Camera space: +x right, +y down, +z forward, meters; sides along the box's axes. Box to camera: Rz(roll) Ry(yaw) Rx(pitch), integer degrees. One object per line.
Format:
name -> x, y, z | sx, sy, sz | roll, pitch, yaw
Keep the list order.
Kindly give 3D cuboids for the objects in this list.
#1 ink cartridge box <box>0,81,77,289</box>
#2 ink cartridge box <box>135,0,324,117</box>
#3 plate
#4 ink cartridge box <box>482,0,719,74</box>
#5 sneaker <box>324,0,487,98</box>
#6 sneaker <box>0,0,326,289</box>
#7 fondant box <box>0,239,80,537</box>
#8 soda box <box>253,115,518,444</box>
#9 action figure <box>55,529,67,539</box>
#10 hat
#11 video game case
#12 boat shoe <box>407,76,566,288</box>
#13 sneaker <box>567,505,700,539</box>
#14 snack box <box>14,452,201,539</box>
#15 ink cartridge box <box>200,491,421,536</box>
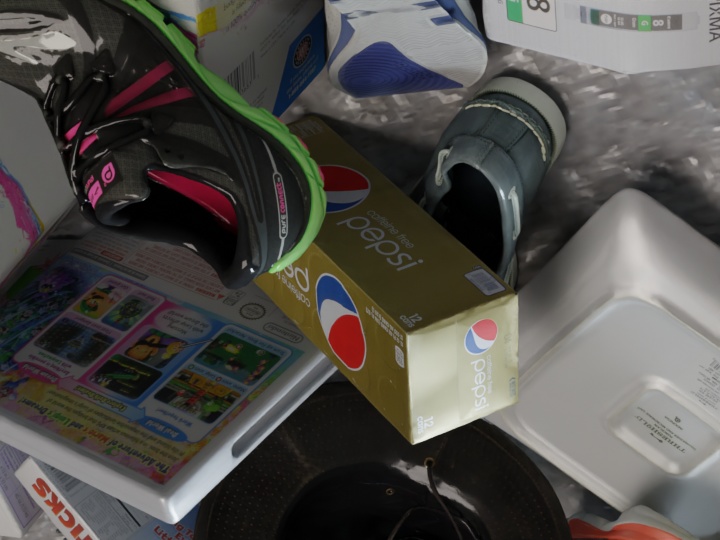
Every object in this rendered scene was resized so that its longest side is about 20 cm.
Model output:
ink cartridge box -> -0.228, -0.021, 1.300 | 0.085, 0.200, 0.144 | 41, 141, -6
ink cartridge box -> -0.074, -0.156, 1.121 | 0.067, 0.116, 0.201 | 19, 135, 22
plate -> 0.159, 0.071, 1.187 | 0.199, 0.032, 0.200 | 36, 140, -6
ink cartridge box -> 0.143, -0.155, 1.008 | 0.199, 0.050, 0.162 | 18, 135, 28
sneaker -> 0.012, -0.164, 1.078 | 0.080, 0.116, 0.200 | -4, 159, 10
sneaker -> -0.107, -0.066, 1.071 | 0.199, 0.084, 0.077 | 34, 138, 2
fondant box -> -0.198, 0.062, 1.347 | 0.144, 0.200, 0.058 | 1, 129, 37
soda box -> 0.000, 0.000, 1.172 | 0.200, 0.064, 0.068 | 44, 146, 47
action figure -> -0.121, 0.133, 1.430 | 0.119, 0.102, 0.200 | 47, 142, 10
hat -> 0.009, 0.157, 1.246 | 0.200, 0.201, 0.081 | 37, 167, 4
video game case -> -0.108, 0.039, 1.244 | 0.199, 0.182, 0.024 | 20, 141, 38
boat shoe -> 0.046, -0.013, 1.195 | 0.073, 0.062, 0.200 | 31, 140, 7
sneaker -> 0.130, 0.179, 1.250 | 0.077, 0.082, 0.200 | 31, 165, 4
snack box -> -0.093, 0.163, 1.239 | 0.200, 0.072, 0.024 | 50, 132, 3
ink cartridge box -> -0.027, 0.179, 1.360 | 0.144, 0.084, 0.201 | -15, 123, 1
